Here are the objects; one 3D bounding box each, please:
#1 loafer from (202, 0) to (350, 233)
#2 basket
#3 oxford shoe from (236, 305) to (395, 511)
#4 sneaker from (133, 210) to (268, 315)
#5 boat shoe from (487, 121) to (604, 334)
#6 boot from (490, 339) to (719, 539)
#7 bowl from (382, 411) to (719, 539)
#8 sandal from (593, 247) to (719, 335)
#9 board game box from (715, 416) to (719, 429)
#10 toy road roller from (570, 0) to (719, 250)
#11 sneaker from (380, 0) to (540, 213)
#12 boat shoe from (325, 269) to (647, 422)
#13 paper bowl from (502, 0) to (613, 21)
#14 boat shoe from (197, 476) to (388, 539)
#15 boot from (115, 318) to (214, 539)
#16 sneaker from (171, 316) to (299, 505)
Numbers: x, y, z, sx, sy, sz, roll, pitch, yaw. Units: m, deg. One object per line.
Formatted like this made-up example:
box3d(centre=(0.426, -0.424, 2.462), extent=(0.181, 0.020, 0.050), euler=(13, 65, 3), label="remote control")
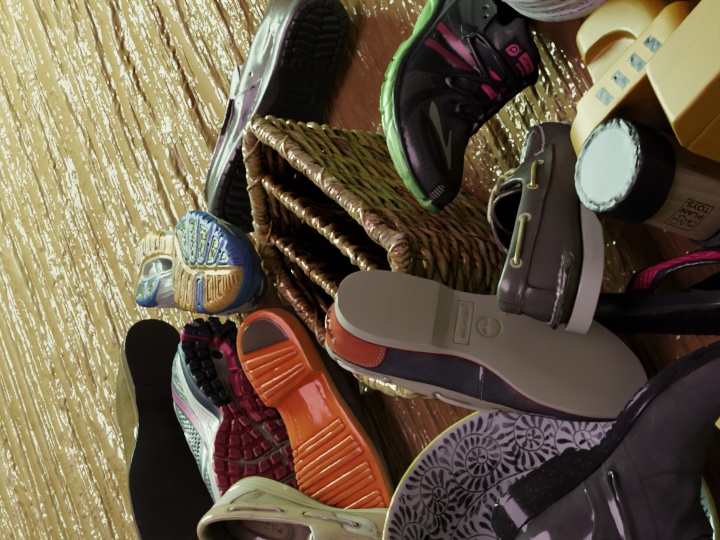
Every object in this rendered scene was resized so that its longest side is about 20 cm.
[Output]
box3d(centre=(-0.067, -0.123, 1.426), extent=(0.071, 0.073, 0.201), euler=(44, 114, 53), label="loafer")
box3d(centre=(0.000, 0.000, 1.270), extent=(0.200, 0.148, 0.144), euler=(42, 116, 41), label="basket")
box3d(centre=(-0.013, 0.113, 1.342), extent=(0.071, 0.073, 0.201), euler=(-29, 83, 31), label="oxford shoe")
box3d(centre=(-0.102, -0.002, 1.406), extent=(0.200, 0.088, 0.076), euler=(-176, 94, -66), label="sneaker")
box3d(centre=(0.110, -0.036, 1.151), extent=(0.202, 0.060, 0.073), euler=(-88, 7, -56), label="boat shoe")
box3d(centre=(0.186, 0.137, 1.064), extent=(0.200, 0.070, 0.132), euler=(-38, 58, -3), label="boot")
box3d(centre=(0.117, 0.185, 1.136), extent=(0.201, 0.200, 0.094), euler=(55, 168, 36), label="bowl")
box3d(centre=(0.195, 0.011, 1.111), extent=(0.199, 0.075, 0.045), euler=(-2, 73, 51), label="sandal")
box3d(centre=(0.275, 0.027, 0.952), extent=(0.201, 0.040, 0.153), euler=(-59, 16, 5), label="board game box")
box3d(centre=(0.204, -0.116, 1.078), extent=(0.200, 0.122, 0.147), euler=(-48, 42, 35), label="toy road roller")
box3d(centre=(0.071, -0.132, 1.222), extent=(0.083, 0.077, 0.201), euler=(-1, 61, 36), label="sneaker")
box3d(centre=(0.075, 0.054, 1.138), extent=(0.063, 0.198, 0.072), euler=(106, 179, -54), label="boat shoe")
box3d(centre=(0.123, -0.264, 1.148), extent=(0.200, 0.104, 0.202), euler=(-32, 44, 37), label="paper bowl")
box3d(centre=(-0.017, 0.200, 1.285), extent=(0.199, 0.064, 0.072), euler=(12, 111, 22), label="boat shoe")
box3d(centre=(-0.163, 0.146, 1.512), extent=(0.075, 0.073, 0.201), euler=(133, 133, -58), label="boot")
box3d(centre=(-0.092, 0.134, 1.422), extent=(0.075, 0.080, 0.201), euler=(116, 143, -47), label="sneaker")
